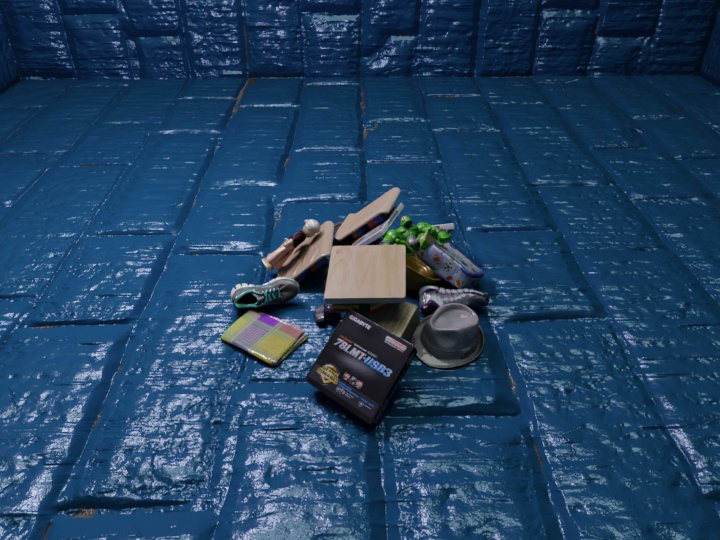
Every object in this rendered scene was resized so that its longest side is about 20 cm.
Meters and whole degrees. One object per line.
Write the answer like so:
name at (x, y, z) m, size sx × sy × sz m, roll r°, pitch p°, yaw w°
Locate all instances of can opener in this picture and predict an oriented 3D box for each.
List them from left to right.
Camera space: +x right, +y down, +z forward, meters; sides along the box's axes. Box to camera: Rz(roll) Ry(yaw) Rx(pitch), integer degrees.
can opener at (-0.088, 0.071, 1.629) m, size 0.076 × 0.065 × 0.202 m, roll 0°, pitch 36°, yaw 2°

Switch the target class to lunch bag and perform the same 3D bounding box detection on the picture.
lunch bag at (0.260, -0.027, 1.689) m, size 0.200 × 0.076 × 0.159 m, roll 44°, pitch 23°, yaw 23°

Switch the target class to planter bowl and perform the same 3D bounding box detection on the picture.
planter bowl at (0.140, -0.004, 1.686) m, size 0.197 × 0.084 × 0.202 m, roll 28°, pitch 24°, yaw -13°

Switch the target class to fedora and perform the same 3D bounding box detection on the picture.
fedora at (0.228, 0.150, 1.482) m, size 0.195 × 0.092 × 0.179 m, roll -11°, pitch 43°, yaw -16°

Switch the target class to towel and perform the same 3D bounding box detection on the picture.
towel at (-0.254, 0.174, 1.523) m, size 0.196 × 0.023 × 0.144 m, roll 19°, pitch 41°, yaw 26°

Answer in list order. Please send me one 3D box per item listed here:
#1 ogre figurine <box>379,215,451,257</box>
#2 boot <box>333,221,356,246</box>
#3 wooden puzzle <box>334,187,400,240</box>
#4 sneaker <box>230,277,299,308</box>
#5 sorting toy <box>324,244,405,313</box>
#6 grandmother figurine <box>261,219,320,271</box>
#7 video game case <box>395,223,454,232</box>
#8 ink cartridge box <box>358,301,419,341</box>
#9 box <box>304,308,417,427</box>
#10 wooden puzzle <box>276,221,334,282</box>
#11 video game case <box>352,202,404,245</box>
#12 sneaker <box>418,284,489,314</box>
ogre figurine at (0.137, -0.089, 1.604) m, size 0.197 × 0.099 × 0.120 m, roll -31°, pitch 26°, yaw -1°
boot at (-0.006, -0.097, 1.831) m, size 0.194 × 0.071 × 0.175 m, roll -4°, pitch 25°, yaw -4°
wooden puzzle at (0.029, -0.164, 1.776) m, size 0.197 × 0.047 × 0.186 m, roll -26°, pitch 19°, yaw 29°
sneaker at (-0.264, 0.072, 1.602) m, size 0.194 × 0.080 × 0.091 m, roll -11°, pitch 14°, yaw -1°
sorting toy at (0.018, 0.026, 1.461) m, size 0.193 × 0.071 × 0.202 m, roll -1°, pitch 40°, yaw 6°
grandmother figurine at (-0.201, -0.079, 1.726) m, size 0.199 × 0.061 × 0.121 m, roll -39°, pitch 13°, yaw 3°
video game case at (0.183, -0.111, 1.809) m, size 0.177 × 0.023 × 0.200 m, roll -6°, pitch -6°, yaw -7°
ink cartridge box at (0.036, 0.159, 1.448) m, size 0.162 × 0.076 × 0.202 m, roll 19°, pitch 60°, yaw 26°
box at (0.001, 0.220, 1.339) m, size 0.197 × 0.050 × 0.201 m, roll 27°, pitch 78°, yaw 27°
wooden puzzle at (-0.158, -0.041, 1.741) m, size 0.197 × 0.046 × 0.187 m, roll -31°, pitch 30°, yaw 21°
video game case at (0.046, -0.123, 1.722) m, size 0.142 × 0.018 × 0.201 m, roll -30°, pitch 14°, yaw 34°
sneaker at (0.256, 0.100, 1.603) m, size 0.194 × 0.075 × 0.089 m, roll 5°, pitch 60°, yaw 9°
